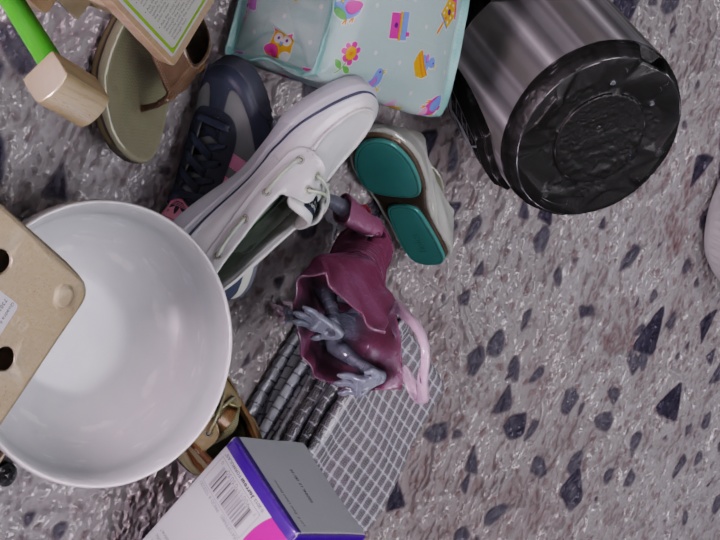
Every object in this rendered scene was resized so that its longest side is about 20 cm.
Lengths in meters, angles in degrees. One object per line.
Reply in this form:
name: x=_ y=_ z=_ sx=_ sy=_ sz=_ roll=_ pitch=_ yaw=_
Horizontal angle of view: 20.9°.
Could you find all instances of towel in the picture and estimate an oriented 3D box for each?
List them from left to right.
towel: x=-0.011 y=0.128 z=1.719 sx=0.201 sy=0.085 sz=0.166 roll=-58 pitch=144 yaw=-15

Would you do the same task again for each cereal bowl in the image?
cereal bowl: x=-0.195 y=0.050 z=1.391 sx=0.198 sy=0.083 sz=0.202 roll=-1 pitch=92 yaw=-24

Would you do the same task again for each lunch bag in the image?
lunch bag: x=0.007 y=-0.236 z=1.522 sx=0.170 sy=0.121 sz=0.202 roll=14 pitch=92 yaw=-49

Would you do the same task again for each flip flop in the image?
flip flop: x=-0.135 y=-0.174 z=1.420 sx=0.081 sy=0.057 sz=0.201 roll=25 pitch=87 yaw=-55

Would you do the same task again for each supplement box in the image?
supplement box: x=-0.108 y=0.239 z=1.569 sx=0.200 sy=0.101 sz=0.103 roll=-47 pitch=151 yaw=19

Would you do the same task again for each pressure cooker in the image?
pressure cooker: x=0.167 y=-0.166 z=1.718 sx=0.177 sy=0.200 sz=0.177 roll=9 pitch=122 yaw=-33

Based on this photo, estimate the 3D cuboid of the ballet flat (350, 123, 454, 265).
ballet flat: x=0.040 y=-0.082 z=1.707 sx=0.070 sy=0.069 sz=0.200 roll=-54 pitch=147 yaw=-19

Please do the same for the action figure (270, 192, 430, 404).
action figure: x=0.000 y=0.000 z=1.613 sx=0.201 sy=0.147 sz=0.135 roll=-75 pitch=173 yaw=-54

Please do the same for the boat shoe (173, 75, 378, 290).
boat shoe: x=-0.052 y=-0.057 z=1.455 sx=0.200 sy=0.067 sz=0.074 roll=-43 pitch=147 yaw=-2

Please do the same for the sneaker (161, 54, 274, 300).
sneaker: x=-0.116 y=-0.062 z=1.495 sx=0.082 sy=0.070 sz=0.202 roll=-20 pitch=121 yaw=-48

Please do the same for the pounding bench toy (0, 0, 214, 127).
pounding bench toy: x=-0.190 y=-0.203 z=1.248 sx=0.201 sy=0.155 sz=0.124 roll=-60 pitch=145 yaw=-11

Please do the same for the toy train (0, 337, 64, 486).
toy train: x=-0.236 y=0.074 z=1.437 sx=0.046 sy=0.034 sz=0.201 roll=40 pitch=74 yaw=-42

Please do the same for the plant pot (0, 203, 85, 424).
plant pot: x=-0.289 y=0.010 z=1.183 sx=0.200 sy=0.176 sz=0.201 roll=47 pitch=69 yaw=-40

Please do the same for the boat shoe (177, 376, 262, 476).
boat shoe: x=-0.127 y=0.105 z=1.563 sx=0.076 sy=0.073 sz=0.200 roll=-54 pitch=143 yaw=-19

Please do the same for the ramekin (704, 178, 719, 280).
ramekin: x=0.481 y=-0.056 z=2.257 sx=0.200 sy=0.105 sz=0.202 roll=-28 pitch=128 yaw=-43
